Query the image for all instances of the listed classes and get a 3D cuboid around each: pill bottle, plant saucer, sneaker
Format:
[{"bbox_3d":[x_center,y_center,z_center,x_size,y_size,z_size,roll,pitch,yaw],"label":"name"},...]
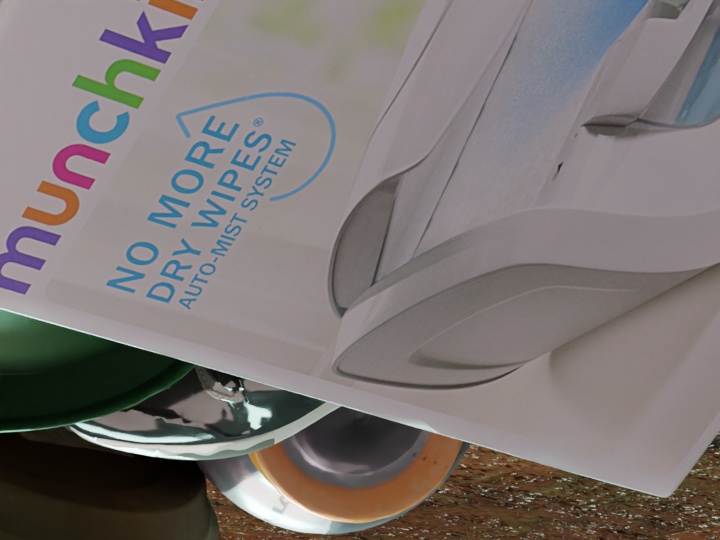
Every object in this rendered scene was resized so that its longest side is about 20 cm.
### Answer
[{"bbox_3d":[-0.018,0.028,1.018,0.106,0.107,0.200,11,-172,-12],"label":"pill bottle"},{"bbox_3d":[-0.133,0.049,0.993,0.200,0.030,0.200,26,-168,-6],"label":"plant saucer"},{"bbox_3d":[0.000,0.000,0.874,0.199,0.076,0.088,-11,162,-4],"label":"sneaker"}]

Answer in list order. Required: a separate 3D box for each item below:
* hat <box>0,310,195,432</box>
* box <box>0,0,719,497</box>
[{"bbox_3d":[-0.095,-0.059,0.740,0.199,0.166,0.176,6,163,-14],"label":"hat"},{"bbox_3d":[0.023,-0.082,0.499,0.176,0.200,0.097,18,-153,-34],"label":"box"}]
